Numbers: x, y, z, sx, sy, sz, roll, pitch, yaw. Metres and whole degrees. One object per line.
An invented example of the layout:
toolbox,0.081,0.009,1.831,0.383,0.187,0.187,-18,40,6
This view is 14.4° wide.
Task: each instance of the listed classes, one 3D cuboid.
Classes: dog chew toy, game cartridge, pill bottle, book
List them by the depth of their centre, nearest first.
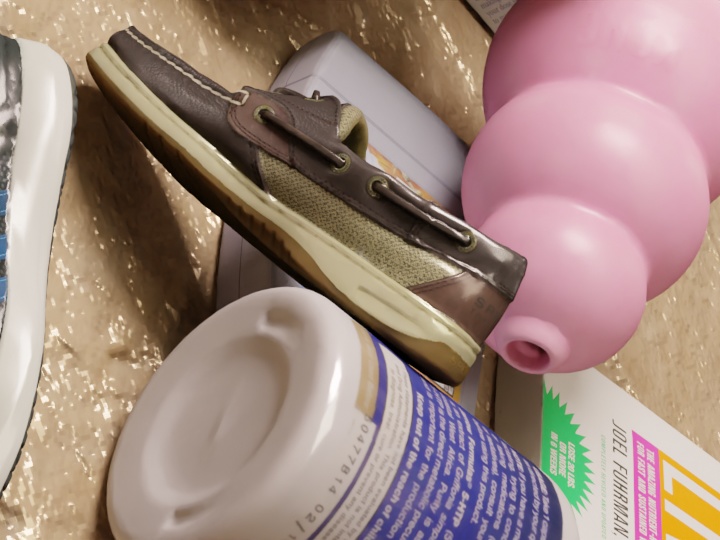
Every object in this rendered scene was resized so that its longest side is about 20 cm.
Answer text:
pill bottle,0.012,0.106,1.079,0.200,0.120,0.120,39,44,-31
game cartridge,0.000,0.000,1.197,0.133,0.041,0.200,43,42,-35
dog chew toy,0.099,-0.040,1.221,0.125,0.124,0.200,45,49,-27
book,0.134,0.131,1.290,0.200,0.048,0.134,35,42,-33

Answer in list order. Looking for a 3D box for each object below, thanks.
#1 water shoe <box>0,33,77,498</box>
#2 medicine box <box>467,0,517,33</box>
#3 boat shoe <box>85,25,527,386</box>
water shoe,-0.151,0.005,0.993,0.079,0.072,0.200,14,57,-15
medicine box,0.073,-0.245,1.368,0.200,0.103,0.182,47,40,-23
boat shoe,-0.020,-0.036,1.096,0.200,0.065,0.073,40,-6,17
